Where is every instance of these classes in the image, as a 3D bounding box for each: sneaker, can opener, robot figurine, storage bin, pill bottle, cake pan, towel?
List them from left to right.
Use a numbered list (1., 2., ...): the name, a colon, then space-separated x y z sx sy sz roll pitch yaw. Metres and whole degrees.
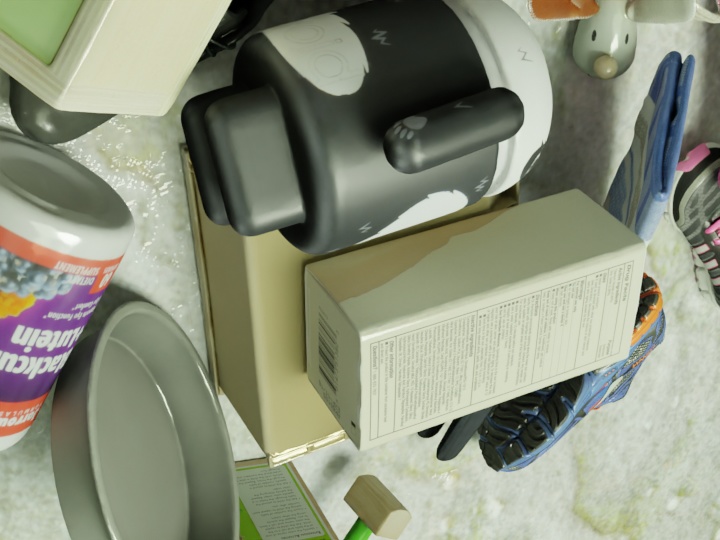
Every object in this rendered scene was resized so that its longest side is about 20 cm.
1. pill bottle: -0.218 0.032 0.709 0.111 0.111 0.201 18 111 -38
2. cake pan: -0.132 0.120 0.784 0.036 0.201 0.201 -14 134 14
3. sneaker: -0.106 -0.138 0.673 0.200 0.091 0.076 -42 129 2
4. storage bin: 0.000 0.000 0.833 0.197 0.094 0.201 -18 128 -21
5. robot figurine: 0.008 -0.080 0.683 0.199 0.151 0.125 -19 146 -21
6. can opener: 0.101 0.063 0.958 0.078 0.063 0.201 10 115 -36
7. sneaker: 0.179 0.093 1.022 0.200 0.075 0.078 -44 136 5
8. towel: 0.181 -0.036 0.867 0.024 0.147 0.201 17 141 3
9. sneaker: 0.305 -0.019 1.008 0.074 0.088 0.200 -36 132 -4

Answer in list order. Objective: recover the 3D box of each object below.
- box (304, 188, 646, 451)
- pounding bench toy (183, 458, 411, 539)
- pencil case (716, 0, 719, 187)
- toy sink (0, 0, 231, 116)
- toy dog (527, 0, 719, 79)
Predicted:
1. box: 0.071 0.027 0.778 0.199 0.078 0.096 -15 128 -23
2. pounding bench toy: -0.067 0.241 0.938 0.199 0.124 0.157 -4 123 -29
3. pencil case: 0.293 -0.133 0.893 0.093 0.091 0.201 0 113 21
4. toy sink: -0.115 -0.191 0.577 0.201 0.130 0.112 -57 167 15
5. toy dog: 0.166 -0.196 0.781 0.131 0.097 0.201 -11 131 22
